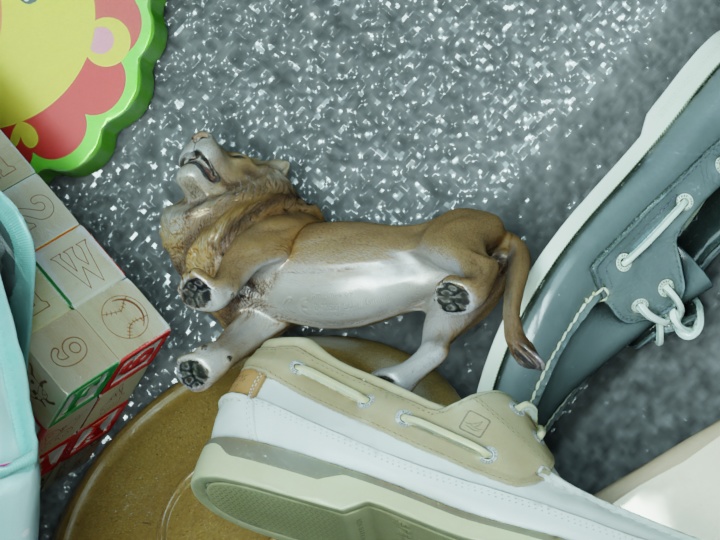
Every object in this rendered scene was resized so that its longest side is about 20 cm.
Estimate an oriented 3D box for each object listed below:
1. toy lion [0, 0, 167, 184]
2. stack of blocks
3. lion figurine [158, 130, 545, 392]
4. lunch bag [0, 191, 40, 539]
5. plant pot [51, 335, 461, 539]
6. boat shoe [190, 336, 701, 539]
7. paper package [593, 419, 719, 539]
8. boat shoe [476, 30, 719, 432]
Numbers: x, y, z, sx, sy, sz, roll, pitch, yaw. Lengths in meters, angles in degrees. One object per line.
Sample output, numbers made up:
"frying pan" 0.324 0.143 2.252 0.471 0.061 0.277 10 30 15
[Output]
"toy lion" -0.143 -0.137 1.194 0.199 0.069 0.192 -27 82 6
"stack of blocks" -0.177 -0.009 1.129 0.058 0.115 0.200 -33 77 -37
"lion figurine" 0.000 0.000 1.098 0.199 0.122 0.073 10 118 23
"lunch bag" -0.181 0.055 1.027 0.121 0.171 0.201 -4 44 -14
"plant pot" -0.047 0.101 1.086 0.199 0.028 0.201 -20 43 20
"boat shoe" 0.042 0.077 1.001 0.199 0.075 0.069 18 66 4
"paper package" 0.181 0.152 1.050 0.190 0.103 0.201 -31 76 3
"boat shoe" 0.117 -0.004 1.109 0.062 0.073 0.200 33 81 19
